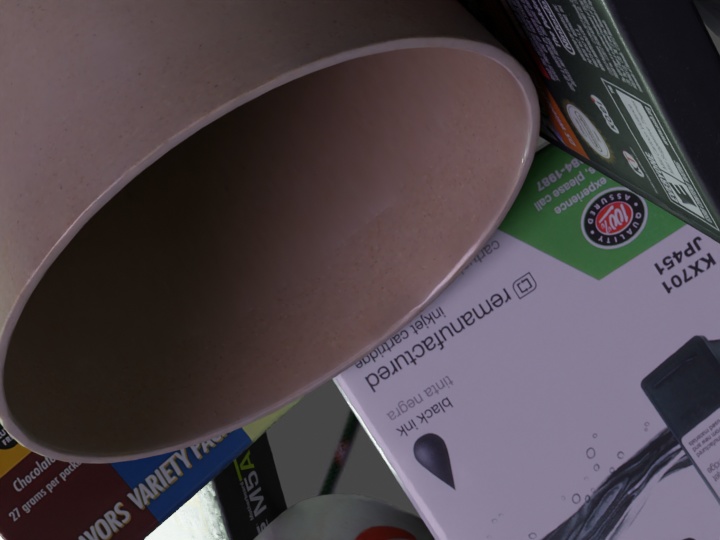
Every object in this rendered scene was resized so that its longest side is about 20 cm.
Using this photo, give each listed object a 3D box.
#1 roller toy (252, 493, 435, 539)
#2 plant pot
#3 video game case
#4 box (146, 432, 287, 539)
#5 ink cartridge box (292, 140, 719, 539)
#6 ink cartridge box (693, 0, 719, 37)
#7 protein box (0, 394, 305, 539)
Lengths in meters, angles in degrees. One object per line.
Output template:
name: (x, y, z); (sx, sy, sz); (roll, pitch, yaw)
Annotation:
roller toy: (-0.001, 0.187, 0.931); (0.182, 0.200, 0.140); (43, 108, -7)
plant pot: (-0.076, -0.075, 0.797); (0.200, 0.187, 0.188); (55, 142, 26)
video game case: (0.030, -0.109, 0.742); (0.181, 0.025, 0.200); (36, 164, 51)
box: (-0.131, 0.048, 1.169); (0.193, 0.047, 0.201); (3, 117, 39)
ink cartridge box: (0.092, 0.057, 0.880); (0.146, 0.083, 0.200); (-33, 91, 8)
ink cartridge box: (0.165, -0.087, 0.707); (0.175, 0.084, 0.200); (35, 179, -44)
protein box: (-0.140, 0.019, 0.973); (0.199, 0.135, 0.200); (49, 162, 0)
